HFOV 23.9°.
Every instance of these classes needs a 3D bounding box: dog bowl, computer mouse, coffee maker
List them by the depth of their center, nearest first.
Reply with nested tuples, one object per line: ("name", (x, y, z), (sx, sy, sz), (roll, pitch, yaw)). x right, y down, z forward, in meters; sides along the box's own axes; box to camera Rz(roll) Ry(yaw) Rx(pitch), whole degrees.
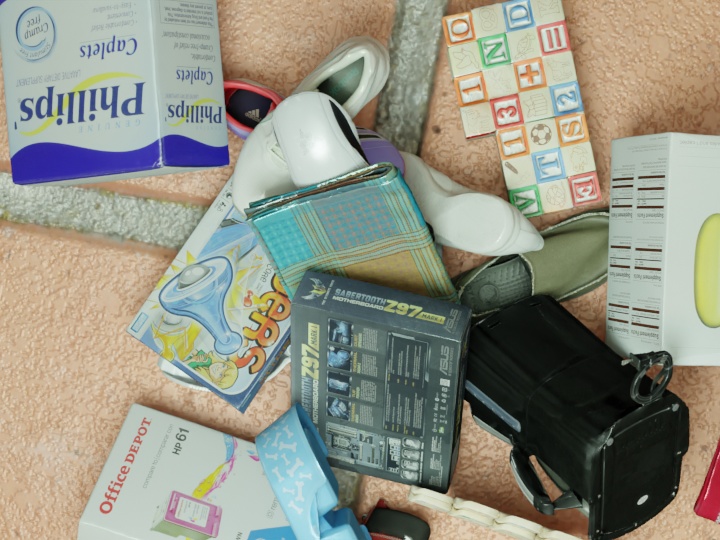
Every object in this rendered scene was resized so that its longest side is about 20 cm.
("computer mouse", (-0.017, -0.067, 1.503), (0.109, 0.044, 0.201), (-22, 123, 17))
("dog bowl", (-0.034, 0.218, 1.515), (0.049, 0.111, 0.202), (-25, 96, 3))
("coffee maker", (0.193, 0.107, 1.523), (0.200, 0.134, 0.194), (41, 122, 43))

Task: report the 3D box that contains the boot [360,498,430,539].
("boot", (-0.026, 0.291, 1.636), (0.198, 0.073, 0.145), (-10, 48, 30))

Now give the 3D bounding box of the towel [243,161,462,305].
("towel", (0.000, 0.000, 1.519), (0.145, 0.022, 0.201), (-16, 128, 14))

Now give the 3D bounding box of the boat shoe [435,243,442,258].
("boat shoe", (0.037, 0.069, 1.615), (0.066, 0.074, 0.203), (7, 93, 1))

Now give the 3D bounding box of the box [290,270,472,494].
("box", (0.015, 0.103, 1.537), (0.156, 0.051, 0.202), (11, 131, 11))

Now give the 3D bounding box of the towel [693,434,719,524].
("towel", (0.430, 0.198, 1.622), (0.198, 0.022, 0.146), (20, 93, 3))

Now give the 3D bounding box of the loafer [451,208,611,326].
("loafer", (0.171, 0.003, 1.608), (0.198, 0.070, 0.076), (-27, 90, 4))

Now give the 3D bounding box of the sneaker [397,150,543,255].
("sneaker", (0.084, -0.053, 1.595), (0.199, 0.088, 0.076), (27, 97, 41))

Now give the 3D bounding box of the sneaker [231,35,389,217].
("sneaker", (-0.052, -0.131, 1.529), (0.070, 0.080, 0.201), (38, 97, 0))

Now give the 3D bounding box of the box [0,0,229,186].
("box", (-0.230, -0.185, 1.578), (0.182, 0.105, 0.203), (-4, 92, 31))

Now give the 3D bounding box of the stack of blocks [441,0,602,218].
("stack of blocks", (0.151, -0.151, 1.610), (0.114, 0.059, 0.202), (-12, 91, 4))

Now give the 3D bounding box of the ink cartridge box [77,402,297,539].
("ink cartridge box", (-0.151, 0.230, 1.593), (0.198, 0.085, 0.145), (17, 49, 3))

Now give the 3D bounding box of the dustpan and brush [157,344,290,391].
("dustpan and brush", (-0.088, 0.066, 1.630), (0.198, 0.057, 0.141), (18, 92, 3))

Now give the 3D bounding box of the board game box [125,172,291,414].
("board game box", (-0.109, 0.014, 1.604), (0.135, 0.034, 0.201), (32, 83, 11))

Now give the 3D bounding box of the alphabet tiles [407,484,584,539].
("alphabet tiles", (0.137, 0.235, 1.554), (0.198, 0.196, 0.015), (19, 81, 2))

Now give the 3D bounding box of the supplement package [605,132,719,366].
("supplement package", (0.335, -0.017, 1.539), (0.189, 0.147, 0.203), (1, 92, -12))

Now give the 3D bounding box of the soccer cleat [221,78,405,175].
("soccer cleat", (-0.053, -0.125, 1.596), (0.199, 0.076, 0.067), (28, 95, 18))
